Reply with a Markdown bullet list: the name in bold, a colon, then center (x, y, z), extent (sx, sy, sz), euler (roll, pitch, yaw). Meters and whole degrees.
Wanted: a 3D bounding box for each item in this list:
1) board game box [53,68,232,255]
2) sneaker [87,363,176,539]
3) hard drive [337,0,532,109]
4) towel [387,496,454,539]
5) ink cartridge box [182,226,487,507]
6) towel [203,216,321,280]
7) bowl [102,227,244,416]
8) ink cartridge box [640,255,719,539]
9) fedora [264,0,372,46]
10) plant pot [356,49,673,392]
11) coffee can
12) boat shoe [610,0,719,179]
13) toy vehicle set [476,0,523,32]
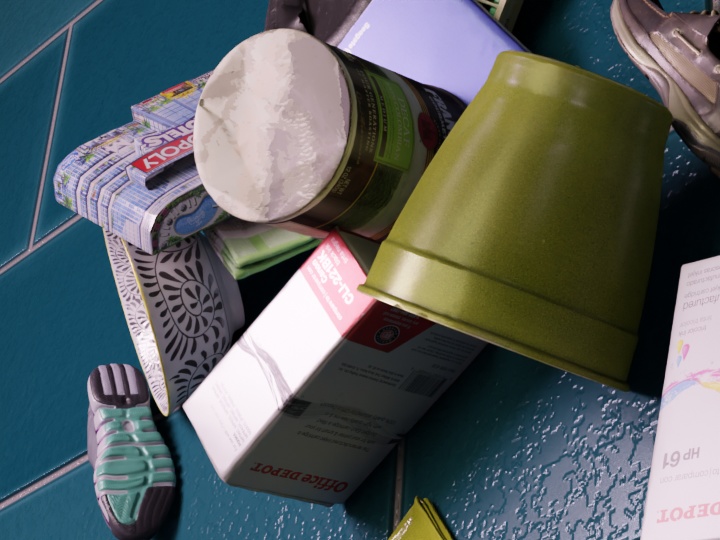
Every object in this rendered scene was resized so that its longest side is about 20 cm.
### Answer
- **board game box**: center (-0.136, -0.092, 1.814), extent (0.200, 0.062, 0.199), euler (-29, 36, -32)
- **sneaker**: center (-0.215, 0.184, 1.911), extent (0.088, 0.074, 0.201), euler (107, 159, -43)
- **hard drive**: center (0.069, -0.153, 1.694), extent (0.132, 0.025, 0.200), euler (-52, 60, 16)
- **towel**: center (0.053, 0.252, 1.497), extent (0.086, 0.018, 0.200), euler (-52, 33, 14)
- **ink cartridge box**: center (-0.018, 0.078, 1.597), extent (0.200, 0.144, 0.084), euler (-50, 51, 19)
- **towel**: center (-0.079, -0.071, 1.849), extent (0.149, 0.031, 0.200), euler (-25, 32, -10)
- **bowl**: center (-0.162, 0.023, 1.878), extent (0.094, 0.201, 0.201), euler (-17, 33, -11)
- **ink cartridge box**: center (0.260, 0.087, 1.262), extent (0.144, 0.084, 0.201), euler (-18, 54, 48)
- **fedora**: center (-0.002, -0.244, 1.886), extent (0.200, 0.091, 0.201), euler (-35, 41, 37)
- **plant pot**: center (0.122, -0.042, 1.425), extent (0.200, 0.200, 0.194), euler (21, 91, 58)
- **coffee can**: center (-0.013, -0.092, 1.601), extent (0.146, 0.200, 0.147), euler (-6, 79, 33)
- **boat shoe**: center (0.246, -0.146, 1.488), extent (0.073, 0.074, 0.200), euler (-39, 46, 16)
- **toy vehicle set**: center (0.066, -0.204, 1.737), extent (0.124, 0.026, 0.201), euler (23, 95, 33)
